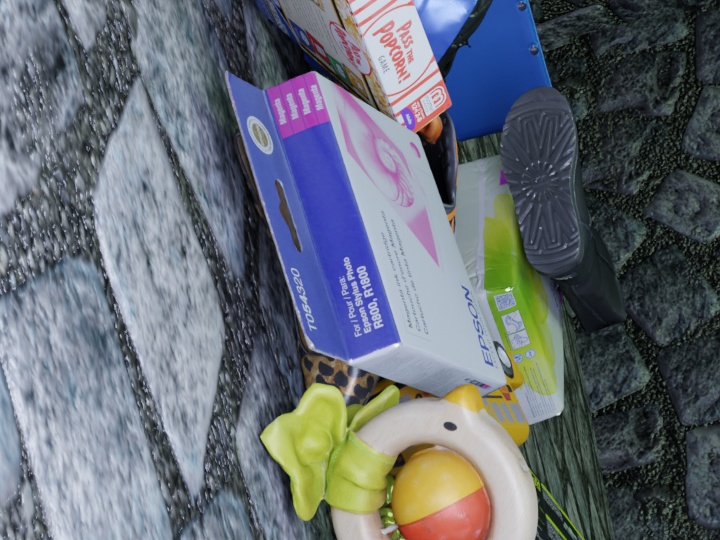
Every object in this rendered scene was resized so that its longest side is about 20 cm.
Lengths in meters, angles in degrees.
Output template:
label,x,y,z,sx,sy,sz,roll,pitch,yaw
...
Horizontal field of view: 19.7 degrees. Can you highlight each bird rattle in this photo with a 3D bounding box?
label,x,y,z,sx,sy,sz,roll,pitch,yaw
bird rattle,0.029,0.155,1.241,0.112,0.162,0.201,7,59,-61

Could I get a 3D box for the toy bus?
label,x,y,z,sx,sy,sz,roll,pitch,yaw
toy bus,0.065,0.097,1.462,0.079,0.065,0.200,64,18,13

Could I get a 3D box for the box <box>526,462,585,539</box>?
label,x,y,z,sx,sy,sz,roll,pitch,yaw
box,0.149,0.248,1.722,0.200,0.047,0.193,52,15,-20

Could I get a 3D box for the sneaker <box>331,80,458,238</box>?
label,x,y,z,sx,sy,sz,roll,pitch,yaw
sneaker,0.037,-0.117,1.717,0.112,0.077,0.201,102,-35,-58

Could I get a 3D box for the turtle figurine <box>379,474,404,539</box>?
label,x,y,z,sx,sy,sz,roll,pitch,yaw
turtle figurine,0.034,0.181,1.462,0.200,0.064,0.162,31,34,-56

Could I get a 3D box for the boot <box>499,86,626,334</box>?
label,x,y,z,sx,sy,sz,roll,pitch,yaw
boot,0.180,-0.048,1.781,0.200,0.065,0.166,36,49,-64

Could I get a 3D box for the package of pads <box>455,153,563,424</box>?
label,x,y,z,sx,sy,sz,roll,pitch,yaw
package of pads,0.125,0.019,1.782,0.201,0.068,0.155,-84,156,-53

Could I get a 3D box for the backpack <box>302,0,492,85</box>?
label,x,y,z,sx,sy,sz,roll,pitch,yaw
backpack,0.018,-0.228,1.661,0.201,0.167,0.163,-82,-162,-54

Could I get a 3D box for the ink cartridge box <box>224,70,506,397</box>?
label,x,y,z,sx,sy,sz,roll,pitch,yaw
ink cartridge box,0.006,-0.024,1.315,0.200,0.043,0.198,25,42,-58

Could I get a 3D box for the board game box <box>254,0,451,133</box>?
label,x,y,z,sx,sy,sz,roll,pitch,yaw
board game box,-0.028,-0.200,1.447,0.200,0.046,0.152,45,-13,39

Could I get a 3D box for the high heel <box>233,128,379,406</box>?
label,x,y,z,sx,sy,sz,roll,pitch,yaw
high heel,-0.044,0.004,1.364,0.142,0.071,0.202,27,59,-47

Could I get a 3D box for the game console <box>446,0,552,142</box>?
label,x,y,z,sx,sy,sz,roll,pitch,yaw
game console,0.082,-0.233,2.018,0.171,0.118,0.201,31,-38,62
